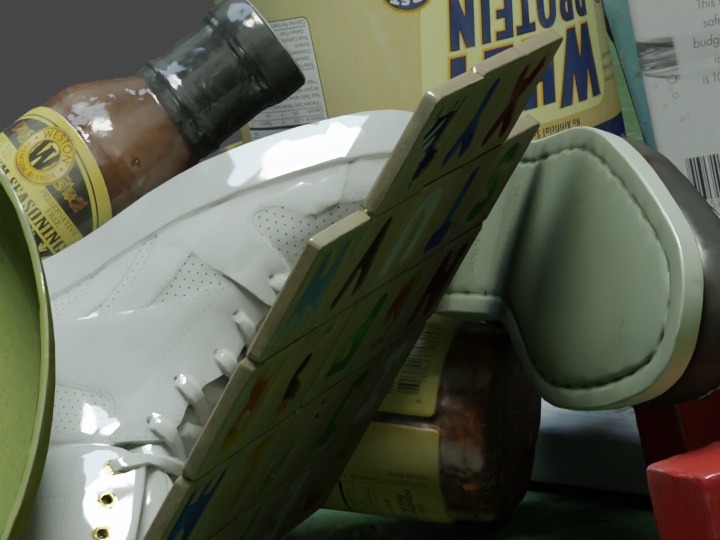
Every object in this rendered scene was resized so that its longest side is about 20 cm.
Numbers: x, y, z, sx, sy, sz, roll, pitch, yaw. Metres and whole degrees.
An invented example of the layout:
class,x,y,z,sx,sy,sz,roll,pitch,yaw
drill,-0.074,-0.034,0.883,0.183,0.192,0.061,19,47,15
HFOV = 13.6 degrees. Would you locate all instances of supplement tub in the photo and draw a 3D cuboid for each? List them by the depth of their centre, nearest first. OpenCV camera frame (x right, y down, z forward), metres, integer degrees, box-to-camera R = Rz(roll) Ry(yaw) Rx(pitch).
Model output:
class,x,y,z,sx,sy,sz,roll,pitch,yaw
supplement tub,0.026,-0.059,1.137,0.143,0.201,0.144,-12,8,2

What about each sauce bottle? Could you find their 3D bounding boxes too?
class,x,y,z,sx,sy,sz,roll,pitch,yaw
sauce bottle,-0.045,0.037,0.938,0.199,0.066,0.066,8,14,18
sauce bottle,-0.109,-0.021,1.045,0.200,0.065,0.065,-40,12,-5

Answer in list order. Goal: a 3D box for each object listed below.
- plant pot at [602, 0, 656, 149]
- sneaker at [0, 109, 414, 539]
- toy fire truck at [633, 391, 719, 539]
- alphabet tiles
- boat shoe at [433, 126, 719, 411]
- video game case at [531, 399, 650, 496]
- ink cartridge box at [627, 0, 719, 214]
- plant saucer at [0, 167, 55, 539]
class,x,y,z,sx,sy,sz,roll,pitch,yaw
plant pot,0.208,-0.089,1.162,0.199,0.197,0.196,-15,7,21
sneaker,-0.048,0.042,0.848,0.199,0.116,0.074,-27,-35,1
toy fire truck,0.146,0.044,0.810,0.199,0.049,0.141,-16,9,-23
alphabet tiles,-0.011,0.031,0.768,0.006,0.201,0.166,33,21,10
boat shoe,0.070,-0.001,0.826,0.060,0.072,0.201,12,6,-17
video game case,0.120,0.035,1.003,0.181,0.023,0.200,-17,9,-30
ink cartridge box,0.155,-0.091,1.027,0.115,0.201,0.067,-9,7,21
plant saucer,-0.156,0.048,0.832,0.199,0.201,0.031,-6,-21,33
